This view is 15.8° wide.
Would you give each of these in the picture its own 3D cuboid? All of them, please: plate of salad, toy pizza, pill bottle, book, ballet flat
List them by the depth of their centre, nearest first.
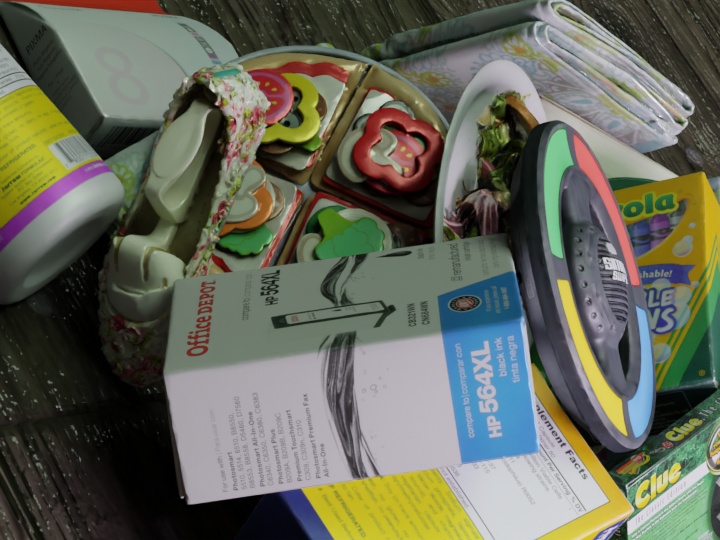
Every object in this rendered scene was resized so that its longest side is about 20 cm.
[{"bbox_3d":[-0.237,-0.085,1.517,0.200,0.104,0.104,48,33,6],"label":"pill bottle"},{"bbox_3d":[-0.116,-0.030,1.523,0.075,0.201,0.064,19,1,22],"label":"ballet flat"},{"bbox_3d":[-0.030,-0.054,1.580,0.199,0.032,0.201,3,64,-5],"label":"toy pizza"},{"bbox_3d":[0.093,-0.028,1.589,0.200,0.048,0.201,4,90,-66],"label":"plate of salad"},{"bbox_3d":[0.166,-0.058,1.917,0.199,0.133,0.048,25,72,-26],"label":"book"}]

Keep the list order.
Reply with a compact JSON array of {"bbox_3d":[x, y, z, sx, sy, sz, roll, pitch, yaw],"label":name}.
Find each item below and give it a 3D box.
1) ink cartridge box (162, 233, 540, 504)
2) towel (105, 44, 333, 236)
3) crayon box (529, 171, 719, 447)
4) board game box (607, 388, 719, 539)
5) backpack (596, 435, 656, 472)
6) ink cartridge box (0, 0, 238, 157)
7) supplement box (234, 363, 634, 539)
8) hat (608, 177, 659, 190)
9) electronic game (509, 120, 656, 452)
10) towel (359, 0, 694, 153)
[{"bbox_3d":[-0.007,0.052,1.447,0.146,0.199,0.085,-94,176,-70],"label":"ink cartridge box"},{"bbox_3d":[-0.053,-0.034,1.619,0.199,0.048,0.172,-30,73,-19],"label":"towel"},{"bbox_3d":[0.173,0.014,1.686,0.052,0.125,0.201,57,28,-46],"label":"crayon box"},{"bbox_3d":[0.217,0.128,1.598,0.023,0.105,0.200,22,38,37],"label":"board game box"},{"bbox_3d":[0.251,0.146,1.772,0.199,0.167,0.127,-19,59,-35],"label":"backpack"},{"bbox_3d":[-0.164,-0.163,1.739,0.162,0.057,0.201,-1,59,-48],"label":"ink cartridge box"},{"bbox_3d":[0.038,0.155,1.495,0.199,0.110,0.109,-22,69,-33],"label":"supplement box"},{"bbox_3d":[0.181,0.048,1.796,0.165,0.200,0.176,24,50,6],"label":"hat"},{"bbox_3d":[0.136,0.009,1.536,0.200,0.041,0.201,-15,90,-70],"label":"electronic game"},{"bbox_3d":[0.119,-0.132,1.881,0.171,0.199,0.048,32,62,-35],"label":"towel"}]
